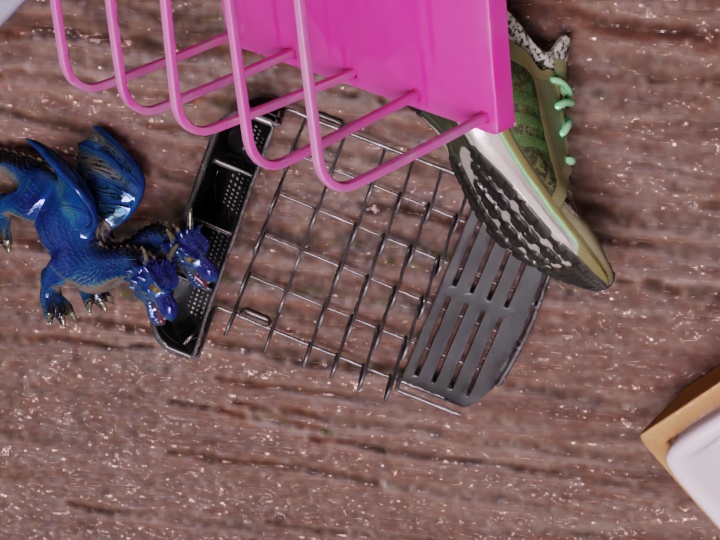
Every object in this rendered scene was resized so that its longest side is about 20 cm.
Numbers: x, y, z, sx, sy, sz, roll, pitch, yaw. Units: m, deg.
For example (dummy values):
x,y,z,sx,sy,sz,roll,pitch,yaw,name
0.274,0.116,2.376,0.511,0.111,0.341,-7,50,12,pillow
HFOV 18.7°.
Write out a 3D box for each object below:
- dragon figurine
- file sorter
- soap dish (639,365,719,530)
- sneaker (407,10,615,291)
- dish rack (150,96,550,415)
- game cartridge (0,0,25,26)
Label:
x,y,z,sx,sy,sz,roll,pitch,yaw,name
-0.154,-0.040,1.174,0.200,0.059,0.100,53,128,18,dragon figurine
-0.045,-0.134,1.030,0.199,0.125,0.140,23,129,42,file sorter
0.274,0.082,1.163,0.200,0.081,0.157,-37,106,24,soap dish
0.086,-0.081,1.113,0.088,0.077,0.201,-37,103,-15,sneaker
0.000,0.000,1.187,0.199,0.055,0.154,21,119,-1,dish rack
-0.220,-0.189,1.138,0.133,0.041,0.200,46,115,-7,game cartridge
